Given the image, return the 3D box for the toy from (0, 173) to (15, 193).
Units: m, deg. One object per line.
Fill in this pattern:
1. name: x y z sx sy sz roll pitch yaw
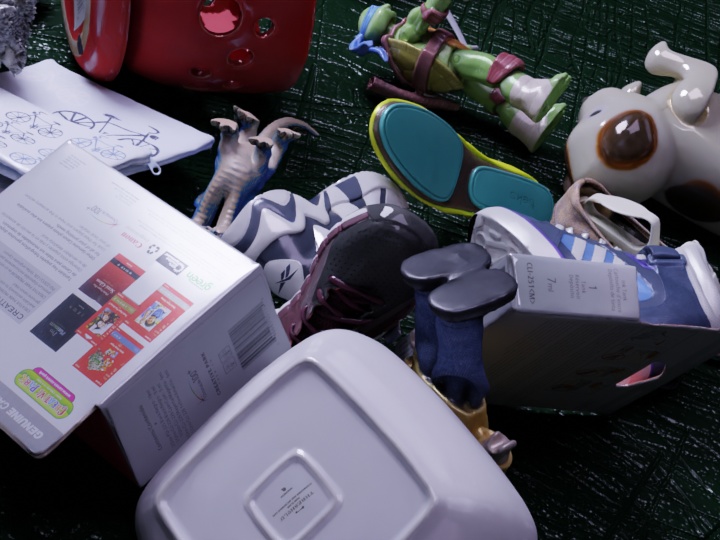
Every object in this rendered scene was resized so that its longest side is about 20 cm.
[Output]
1. toy: -0.263 -0.046 1.148 0.115 0.047 0.199 34 34 23

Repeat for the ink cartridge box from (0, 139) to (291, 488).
1. ink cartridge box: -0.176 0.035 1.005 0.175 0.084 0.199 -41 50 -22

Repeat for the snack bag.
1. snack bag: -0.228 -0.112 1.214 0.188 0.022 0.200 25 26 25

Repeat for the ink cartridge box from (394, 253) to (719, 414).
1. ink cartridge box: 0.138 0.048 1.101 0.172 0.200 0.044 5 69 -20

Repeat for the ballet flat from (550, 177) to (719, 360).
1. ballet flat: 0.237 -0.006 1.315 0.200 0.068 0.068 38 39 20

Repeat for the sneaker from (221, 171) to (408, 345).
1. sneaker: 0.000 0.000 1.186 0.130 0.080 0.199 50 23 17

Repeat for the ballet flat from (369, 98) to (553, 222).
1. ballet flat: 0.067 -0.074 1.287 0.199 0.067 0.067 25 -15 -35

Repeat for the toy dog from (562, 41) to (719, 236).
1. toy dog: 0.269 -0.097 1.410 0.198 0.139 0.196 6 73 -21

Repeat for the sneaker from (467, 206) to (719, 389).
1. sneaker: 0.193 0.006 1.254 0.146 0.081 0.200 -20 48 -34

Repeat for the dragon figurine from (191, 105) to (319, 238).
1. dragon figurine: -0.091 -0.067 1.242 0.058 0.100 0.200 23 18 6

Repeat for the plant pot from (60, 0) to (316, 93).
1. plant pot: -0.145 -0.244 1.322 0.181 0.201 0.201 -3 43 -21

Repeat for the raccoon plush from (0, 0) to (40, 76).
1. raccoon plush: -0.273 -0.222 1.289 0.133 0.098 0.200 18 34 25

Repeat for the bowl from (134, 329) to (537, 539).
1. bowl: -0.027 0.141 0.916 0.200 0.075 0.200 -43 58 -1

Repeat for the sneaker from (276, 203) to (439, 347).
1. sneaker: -0.021 0.052 1.033 0.075 0.200 0.116 29 45 -11

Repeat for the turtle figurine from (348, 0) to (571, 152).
1. turtle figurine: 0.109 -0.211 1.445 0.193 0.144 0.200 37 44 14

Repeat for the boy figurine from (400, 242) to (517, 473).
1. boy figurine: 0.063 0.090 1.005 0.064 0.202 0.124 -16 31 -18
